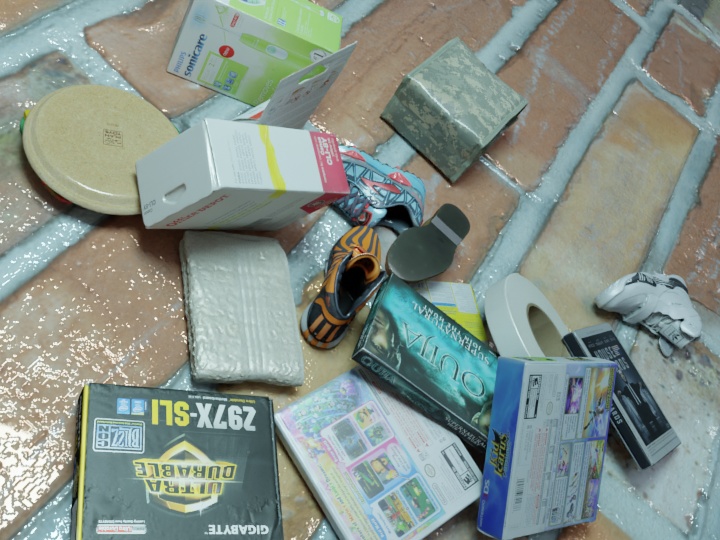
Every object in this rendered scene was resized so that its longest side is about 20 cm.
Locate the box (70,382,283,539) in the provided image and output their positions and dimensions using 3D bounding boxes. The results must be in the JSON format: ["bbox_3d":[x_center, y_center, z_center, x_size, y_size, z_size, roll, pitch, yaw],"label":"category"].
[{"bbox_3d":[-0.180,0.199,0.834,0.199,0.049,0.160,9,52,-26],"label":"box"}]

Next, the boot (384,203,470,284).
[{"bbox_3d":[0.079,-0.020,1.117,0.074,0.075,0.200,48,37,2],"label":"boot"}]

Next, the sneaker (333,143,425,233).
[{"bbox_3d":[0.006,-0.104,1.143,0.199,0.079,0.096,15,54,-22],"label":"sneaker"}]

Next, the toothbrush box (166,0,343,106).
[{"bbox_3d":[-0.144,-0.311,1.152,0.199,0.146,0.086,21,50,-19],"label":"toothbrush box"}]

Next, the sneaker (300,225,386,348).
[{"bbox_3d":[0.000,0.000,1.041,0.077,0.112,0.200,30,48,-10],"label":"sneaker"}]

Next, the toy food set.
[{"bbox_3d":[-0.300,-0.145,1.005,0.199,0.049,0.198,-10,64,-35],"label":"toy food set"}]

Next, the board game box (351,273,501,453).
[{"bbox_3d":[0.091,0.109,0.998,0.200,0.028,0.135,36,41,-12],"label":"board game box"}]

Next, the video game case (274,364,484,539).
[{"bbox_3d":[0.024,0.206,0.944,0.182,0.024,0.200,-27,76,-29],"label":"video game case"}]

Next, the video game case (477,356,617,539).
[{"bbox_3d":[0.221,0.202,0.987,0.181,0.045,0.201,6,92,-40],"label":"video game case"}]

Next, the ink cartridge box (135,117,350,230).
[{"bbox_3d":[-0.136,-0.106,0.976,0.200,0.145,0.084,-3,77,-48],"label":"ink cartridge box"}]

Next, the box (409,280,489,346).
[{"bbox_3d":[0.112,0.109,1.078,0.117,0.048,0.201,6,54,-29],"label":"box"}]

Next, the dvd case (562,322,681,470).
[{"bbox_3d":[0.366,0.168,1.170,0.150,0.025,0.200,-3,61,-56],"label":"dvd case"}]

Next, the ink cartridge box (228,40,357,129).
[{"bbox_3d":[-0.106,-0.213,1.067,0.050,0.200,0.162,45,47,5],"label":"ink cartridge box"}]

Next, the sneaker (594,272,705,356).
[{"bbox_3d":[0.455,0.068,1.296,0.199,0.075,0.115,-1,56,-36],"label":"sneaker"}]

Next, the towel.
[{"bbox_3d":[-0.141,0.043,0.979,0.132,0.034,0.201,6,55,-26],"label":"towel"}]

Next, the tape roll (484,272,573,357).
[{"bbox_3d":[0.236,0.098,1.114,0.203,0.037,0.203,40,32,-31],"label":"tape roll"}]

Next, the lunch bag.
[{"bbox_3d":[0.157,-0.263,1.322,0.164,0.118,0.200,43,52,4],"label":"lunch bag"}]
